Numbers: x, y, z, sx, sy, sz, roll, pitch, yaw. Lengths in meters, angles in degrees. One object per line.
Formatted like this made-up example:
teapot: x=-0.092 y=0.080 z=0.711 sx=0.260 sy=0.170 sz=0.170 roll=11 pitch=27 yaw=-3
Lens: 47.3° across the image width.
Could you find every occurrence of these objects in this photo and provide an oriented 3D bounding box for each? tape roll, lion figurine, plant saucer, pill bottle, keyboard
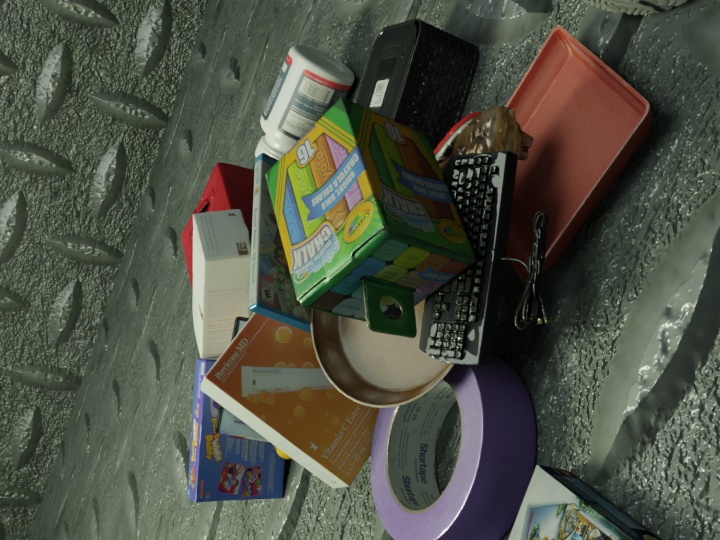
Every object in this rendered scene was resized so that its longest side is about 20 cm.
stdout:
tape roll: x=0.087 y=0.178 z=0.829 sx=0.200 sy=0.065 sz=0.201 roll=-43 pitch=38 yaw=47
lion figurine: x=0.096 y=-0.089 z=0.868 sx=0.200 sy=0.072 sz=0.123 roll=-17 pitch=75 yaw=52
plant saucer: x=0.035 y=0.040 z=0.836 sx=0.200 sy=0.034 sz=0.201 roll=-12 pitch=70 yaw=36
plant saucer: x=0.193 y=-0.116 z=0.820 sx=0.200 sy=0.037 sz=0.200 roll=-59 pitch=29 yaw=26
pill bottle: x=-0.103 y=-0.270 z=1.411 sx=0.200 sy=0.119 sz=0.120 roll=-61 pitch=28 yaw=24
keyboard: x=0.117 y=-0.012 z=0.754 sx=0.127 sy=0.021 sz=0.201 roll=2 pitch=81 yaw=37

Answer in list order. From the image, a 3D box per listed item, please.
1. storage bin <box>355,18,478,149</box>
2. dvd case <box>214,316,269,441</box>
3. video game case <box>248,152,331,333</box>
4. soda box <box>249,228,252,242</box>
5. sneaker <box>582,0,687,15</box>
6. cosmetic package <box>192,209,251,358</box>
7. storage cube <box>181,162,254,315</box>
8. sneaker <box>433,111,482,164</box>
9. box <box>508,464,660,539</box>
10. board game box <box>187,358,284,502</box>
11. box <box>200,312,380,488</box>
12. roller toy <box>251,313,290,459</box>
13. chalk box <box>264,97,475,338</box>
storage bin: x=0.060 y=-0.213 z=1.081 sx=0.135 sy=0.094 sz=0.201 roll=19 pitch=93 yaw=65
dvd case: x=-0.068 y=0.143 z=1.010 sx=0.018 sy=0.199 sz=0.143 roll=131 pitch=149 yaw=-71
video game case: x=-0.062 y=-0.024 z=0.938 sx=0.018 sy=0.143 sz=0.200 roll=-31 pitch=49 yaw=39
soda box: x=-0.098 y=-0.004 z=1.079 sx=0.200 sy=0.068 sz=0.064 roll=-143 pitch=58 yaw=-67
sneaker: x=0.273 y=-0.307 z=0.721 sx=0.199 sy=0.079 sz=0.130 roll=10 pitch=83 yaw=64
cosmetic package: x=-0.198 y=0.022 z=1.164 sx=0.102 sy=0.074 sz=0.200 roll=-113 pitch=23 yaw=-44
storage cube: x=-0.165 y=-0.039 z=1.322 sx=0.171 sy=0.200 sz=0.180 roll=-57 pitch=37 yaw=30
sneaker: x=0.086 y=-0.117 z=0.977 sx=0.200 sy=0.077 sz=0.085 roll=-53 pitch=41 yaw=35
box: x=0.158 y=0.278 z=0.657 sx=0.137 sy=0.038 sz=0.201 roll=32 pitch=104 yaw=64
board game box: x=-0.178 y=0.234 z=1.213 sx=0.045 sy=0.134 sz=0.201 roll=-5 pitch=80 yaw=62
box: x=-0.067 y=0.141 z=0.949 sx=0.125 sy=0.200 sz=0.097 roll=-54 pitch=2 yaw=-20
roller toy: x=-0.088 y=0.145 z=1.115 sx=0.182 sy=0.139 sz=0.201 roll=133 pitch=145 yaw=-63
chalk box: x=0.012 y=-0.034 z=0.763 sx=0.124 sy=0.125 sz=0.200 roll=-40 pitch=53 yaw=32
